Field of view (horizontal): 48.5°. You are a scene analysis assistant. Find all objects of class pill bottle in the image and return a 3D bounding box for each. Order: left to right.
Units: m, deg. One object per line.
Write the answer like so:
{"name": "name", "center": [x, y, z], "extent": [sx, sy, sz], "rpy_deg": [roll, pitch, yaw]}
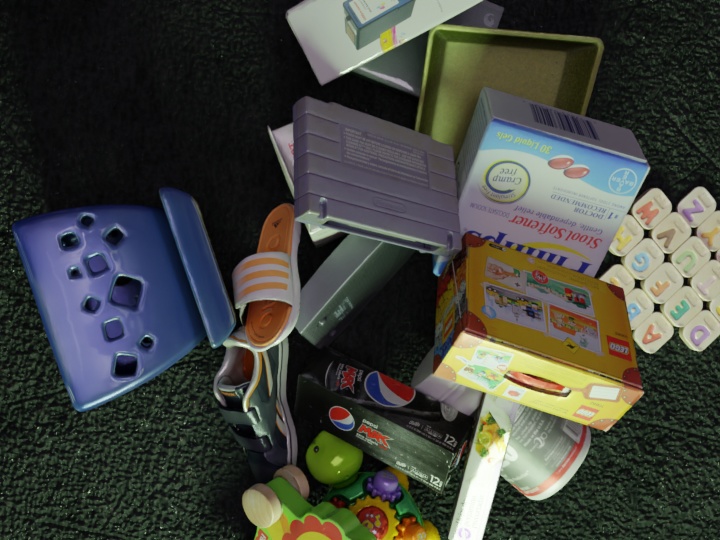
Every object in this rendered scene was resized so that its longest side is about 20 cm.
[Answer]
{"name": "pill bottle", "center": [0.162, 0.165, 0.946], "extent": [0.200, 0.114, 0.114], "rpy_deg": [40, 88, -4]}

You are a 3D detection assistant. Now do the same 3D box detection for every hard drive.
{"name": "hard drive", "center": [0.000, 0.000, 0.924], "extent": [0.042, 0.135, 0.200], "rpy_deg": [41, 85, 16]}
{"name": "hard drive", "center": [0.059, -0.287, 0.970], "extent": [0.198, 0.033, 0.141], "rpy_deg": [20, 89, -5]}

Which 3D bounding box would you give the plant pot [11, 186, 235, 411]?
{"name": "plant pot", "center": [-0.240, 0.019, 0.872], "extent": [0.178, 0.200, 0.202], "rpy_deg": [-19, 92, -10]}

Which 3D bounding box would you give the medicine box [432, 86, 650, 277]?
{"name": "medicine box", "center": [0.195, -0.078, 0.910], "extent": [0.180, 0.103, 0.201], "rpy_deg": [15, 122, -5]}

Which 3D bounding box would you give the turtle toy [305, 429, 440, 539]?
{"name": "turtle toy", "center": [0.000, 0.279, 0.929], "extent": [0.145, 0.101, 0.201], "rpy_deg": [-27, 69, -12]}

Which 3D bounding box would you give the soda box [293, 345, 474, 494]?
{"name": "soda box", "center": [0.024, 0.166, 0.912], "extent": [0.199, 0.063, 0.071], "rpy_deg": [24, 128, 17]}

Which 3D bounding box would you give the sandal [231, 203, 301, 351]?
{"name": "sandal", "center": [-0.112, -0.004, 0.894], "extent": [0.079, 0.208, 0.059], "rpy_deg": [-29, 133, 28]}

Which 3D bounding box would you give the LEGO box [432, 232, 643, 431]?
{"name": "LEGO box", "center": [0.184, 0.063, 0.847], "extent": [0.198, 0.150, 0.077], "rpy_deg": [19, 133, -8]}

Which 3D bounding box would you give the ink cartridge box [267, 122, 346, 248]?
{"name": "ink cartridge box", "center": [-0.045, -0.098, 0.875], "extent": [0.067, 0.200, 0.118], "rpy_deg": [-22, 88, -2]}

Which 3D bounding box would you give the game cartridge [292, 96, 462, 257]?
{"name": "game cartridge", "center": [0.019, -0.093, 0.818], "extent": [0.199, 0.038, 0.131], "rpy_deg": [12, 62, -35]}

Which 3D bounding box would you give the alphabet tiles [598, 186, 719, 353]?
{"name": "alphabet tiles", "center": [0.400, -0.001, 1.014], "extent": [0.195, 0.015, 0.200], "rpy_deg": [-41, 94, -3]}

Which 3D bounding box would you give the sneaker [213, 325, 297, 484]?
{"name": "sneaker", "center": [-0.126, 0.161, 0.925], "extent": [0.078, 0.079, 0.202], "rpy_deg": [-1, 96, 39]}

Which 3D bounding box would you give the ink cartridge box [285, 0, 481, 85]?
{"name": "ink cartridge box", "center": [0.032, -0.287, 0.851], "extent": [0.198, 0.146, 0.088], "rpy_deg": [-23, 106, 12]}

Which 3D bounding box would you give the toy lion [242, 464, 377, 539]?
{"name": "toy lion", "center": [-0.057, 0.329, 0.876], "extent": [0.191, 0.068, 0.201], "rpy_deg": [38, 123, 26]}

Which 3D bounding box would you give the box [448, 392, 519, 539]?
{"name": "box", "center": [0.137, 0.210, 0.884], "extent": [0.038, 0.041, 0.202], "rpy_deg": [13, 111, 7]}

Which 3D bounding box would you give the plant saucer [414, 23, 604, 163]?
{"name": "plant saucer", "center": [0.160, -0.189, 0.937], "extent": [0.197, 0.048, 0.202], "rpy_deg": [3, 124, -7]}
